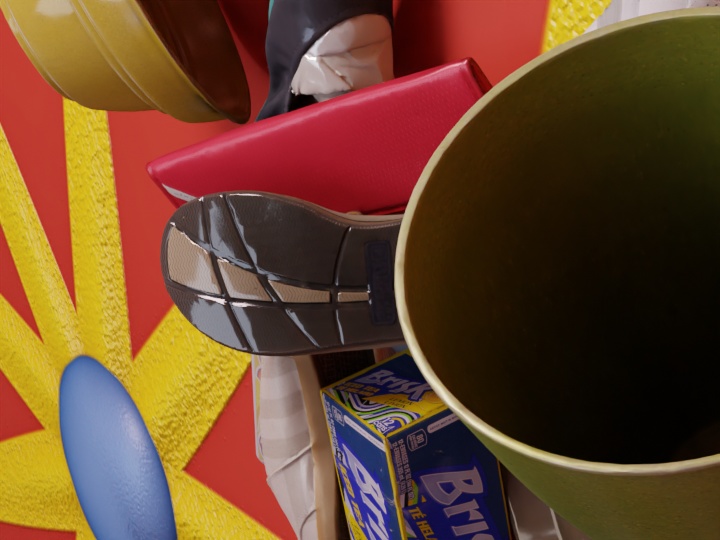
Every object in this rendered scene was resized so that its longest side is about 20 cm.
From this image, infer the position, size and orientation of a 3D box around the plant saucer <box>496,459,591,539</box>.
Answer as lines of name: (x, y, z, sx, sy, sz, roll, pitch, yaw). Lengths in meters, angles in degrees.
plant saucer: (0.103, 0.123, 0.860, 0.200, 0.029, 0.200, 164, 90, -81)

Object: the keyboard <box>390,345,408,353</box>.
keyboard: (-0.004, 0.008, 0.982, 0.200, 0.011, 0.056, 29, 144, 21)

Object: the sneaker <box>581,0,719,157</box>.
sneaker: (0.142, -0.098, 0.709, 0.099, 0.078, 0.200, 44, 147, 25)

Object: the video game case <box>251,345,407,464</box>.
video game case: (-0.011, 0.061, 1.082, 0.182, 0.023, 0.200, 32, 132, 48)

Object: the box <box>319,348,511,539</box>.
box: (0.037, 0.145, 0.977, 0.070, 0.064, 0.200, 32, 140, 53)

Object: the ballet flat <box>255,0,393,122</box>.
ballet flat: (-0.013, -0.095, 0.947, 0.073, 0.073, 0.200, 58, 152, 24)

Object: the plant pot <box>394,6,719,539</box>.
plant pot: (0.132, 0.039, 0.679, 0.187, 0.187, 0.200, 44, 170, 40)

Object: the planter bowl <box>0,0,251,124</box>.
planter bowl: (-0.145, -0.151, 1.022, 0.201, 0.083, 0.200, 59, -168, -20)

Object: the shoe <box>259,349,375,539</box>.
shoe: (-0.019, 0.088, 1.003, 0.053, 0.070, 0.200, 12, 120, 36)

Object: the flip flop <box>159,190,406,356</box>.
flip flop: (0.000, 0.000, 0.910, 0.058, 0.200, 0.081, 1, -93, -82)

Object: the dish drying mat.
dish drying mat: (-0.011, -0.051, 0.916, 0.200, 0.018, 0.077, -13, 130, 35)
